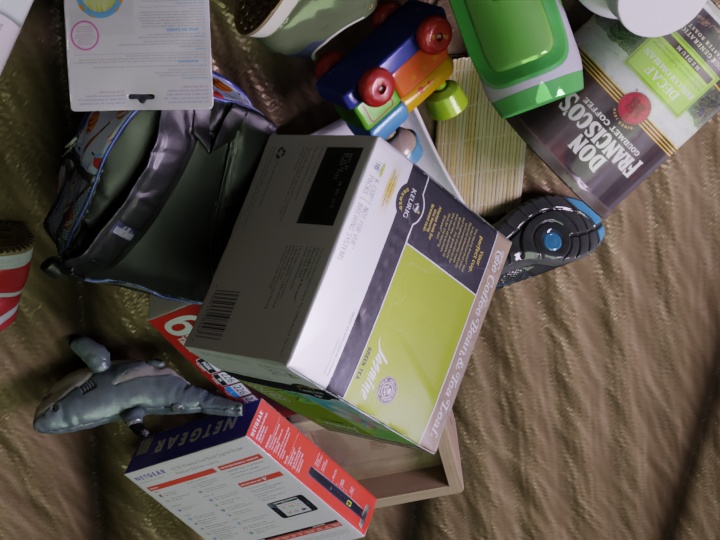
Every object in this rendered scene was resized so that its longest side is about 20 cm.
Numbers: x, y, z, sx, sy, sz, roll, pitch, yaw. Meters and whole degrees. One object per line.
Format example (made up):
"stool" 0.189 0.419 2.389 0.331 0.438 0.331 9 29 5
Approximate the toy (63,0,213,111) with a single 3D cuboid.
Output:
"toy" -0.174 -0.229 1.155 0.115 0.047 0.200 0 105 5

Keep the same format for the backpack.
"backpack" -0.164 -0.082 1.256 0.200 0.154 0.191 11 120 -38

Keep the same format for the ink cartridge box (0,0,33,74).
"ink cartridge box" -0.360 -0.221 1.132 0.200 0.057 0.163 11 124 -35

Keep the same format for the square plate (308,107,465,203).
"square plate" -0.012 -0.070 1.406 0.198 0.028 0.200 -25 133 6

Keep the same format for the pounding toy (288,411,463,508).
"pounding toy" 0.024 0.130 1.545 0.184 0.142 0.200 -12 132 6

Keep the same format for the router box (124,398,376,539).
"router box" -0.115 0.224 1.516 0.200 0.049 0.179 -21 125 40

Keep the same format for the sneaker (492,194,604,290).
"sneaker" 0.152 -0.022 1.490 0.200 0.073 0.082 -16 168 -17

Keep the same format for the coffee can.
"coffee can" 0.247 -0.168 1.341 0.200 0.146 0.146 -44 131 12

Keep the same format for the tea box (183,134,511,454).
"tea box" -0.006 0.019 1.209 0.197 0.133 0.200 36 70 -40

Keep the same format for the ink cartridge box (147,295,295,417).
"ink cartridge box" -0.077 0.045 1.416 0.175 0.084 0.200 -21 136 20

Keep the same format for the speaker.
"speaker" 0.118 -0.233 1.217 0.088 0.088 0.200 -20 92 -4

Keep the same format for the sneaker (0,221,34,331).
"sneaker" -0.396 0.016 1.304 0.200 0.071 0.113 0 126 -24

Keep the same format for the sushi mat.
"sushi mat" 0.118 -0.128 1.424 0.095 0.012 0.200 -11 132 -14

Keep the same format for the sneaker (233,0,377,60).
"sneaker" -0.011 -0.257 1.232 0.200 0.067 0.090 -44 138 17

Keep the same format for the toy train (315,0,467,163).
"toy train" 0.064 -0.184 1.291 0.200 0.085 0.116 -43 128 -14

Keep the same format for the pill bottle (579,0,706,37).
"pill bottle" 0.209 -0.277 1.204 0.112 0.200 0.112 -11 132 -13

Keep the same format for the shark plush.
"shark plush" -0.215 0.137 1.436 0.200 0.083 0.091 12 132 -1
